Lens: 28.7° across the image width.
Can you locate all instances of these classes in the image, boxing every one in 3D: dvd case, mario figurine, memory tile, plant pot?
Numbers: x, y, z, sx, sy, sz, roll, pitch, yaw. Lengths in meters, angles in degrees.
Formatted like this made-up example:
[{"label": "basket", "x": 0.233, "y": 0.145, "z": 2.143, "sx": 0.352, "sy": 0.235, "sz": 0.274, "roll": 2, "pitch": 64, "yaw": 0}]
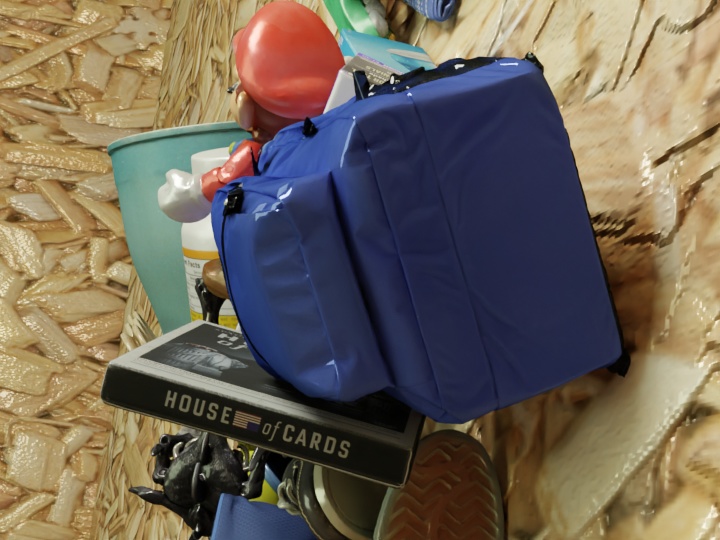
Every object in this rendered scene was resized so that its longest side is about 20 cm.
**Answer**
[{"label": "dvd case", "x": -0.039, "y": 0.065, "z": 0.748, "sx": 0.200, "sy": 0.150, "sz": 0.025, "roll": -40, "pitch": -35, "yaw": -83}, {"label": "mario figurine", "x": -0.062, "y": -0.083, "z": 0.923, "sx": 0.123, "sy": 0.106, "sz": 0.200, "roll": -57, "pitch": -20, "yaw": -57}, {"label": "memory tile", "x": -0.134, "y": 0.124, "z": 1.154, "sx": 0.200, "sy": 0.017, "sz": 0.153, "roll": 57, "pitch": 175, "yaw": -10}, {"label": "plant pot", "x": -0.113, "y": -0.025, "z": 1.244, "sx": 0.200, "sy": 0.200, "sz": 0.188, "roll": 169, "pitch": 95, "yaw": -74}]

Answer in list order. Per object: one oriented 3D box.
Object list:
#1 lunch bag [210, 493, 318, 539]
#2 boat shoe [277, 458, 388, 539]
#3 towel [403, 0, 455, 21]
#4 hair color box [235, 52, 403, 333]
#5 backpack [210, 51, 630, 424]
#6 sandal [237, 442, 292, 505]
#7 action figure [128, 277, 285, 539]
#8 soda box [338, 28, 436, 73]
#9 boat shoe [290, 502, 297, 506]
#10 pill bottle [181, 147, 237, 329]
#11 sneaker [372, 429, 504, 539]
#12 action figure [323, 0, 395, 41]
[{"label": "lunch bag", "x": -0.045, "y": 0.242, "z": 0.889, "sx": 0.136, "sy": 0.132, "sz": 0.200, "roll": -80, "pitch": 5, "yaw": -60}, {"label": "boat shoe", "x": -0.015, "y": 0.136, "z": 0.848, "sx": 0.073, "sy": 0.063, "sz": 0.200, "roll": 59, "pitch": -172, "yaw": 1}, {"label": "towel", "x": 0.058, "y": -0.272, "z": 1.073, "sx": 0.200, "sy": 0.024, "sz": 0.145, "roll": -116, "pitch": 37, "yaw": -69}, {"label": "hair color box", "x": 0.005, "y": -0.016, "z": 0.851, "sx": 0.065, "sy": 0.109, "sz": 0.200, "roll": -63, "pitch": -3, "yaw": -68}, {"label": "backpack", "x": 0.012, "y": -0.018, "z": 0.699, "sx": 0.200, "sy": 0.167, "sz": 0.163, "roll": -160, "pitch": 58, "yaw": -75}, {"label": "sandal", "x": -0.051, "y": 0.143, "z": 1.119, "sx": 0.087, "sy": 0.080, "sz": 0.200, "roll": -37, "pitch": 10, "yaw": 3}, {"label": "action figure", "x": -0.090, "y": 0.110, "z": 0.997, "sx": 0.102, "sy": 0.119, "sz": 0.201, "roll": 22, "pitch": -103, "yaw": -68}, {"label": "soda box", "x": 0.025, "y": -0.107, "z": 0.982, "sx": 0.200, "sy": 0.068, "sz": 0.064, "roll": -111, "pitch": 35, "yaw": -63}, {"label": "boat shoe", "x": -0.040, "y": 0.212, "z": 1.005, "sx": 0.068, "sy": 0.073, "sz": 0.200, "roll": -115, "pitch": 40, "yaw": -76}, {"label": "pill bottle", "x": -0.081, "y": 0.005, "z": 1.106, "sx": 0.111, "sy": 0.111, "sz": 0.201, "roll": -143, "pitch": 46, "yaw": -74}, {"label": "sneaker", "x": 0.028, "y": 0.188, "z": 0.763, "sx": 0.080, "sy": 0.071, "sz": 0.200, "roll": 132, "pitch": 149, "yaw": -69}, {"label": "action figure", "x": 0.000, "y": -0.218, "z": 1.149, "sx": 0.118, "sy": 0.055, "sz": 0.200, "roll": 90, "pitch": 167, "yaw": -54}]
